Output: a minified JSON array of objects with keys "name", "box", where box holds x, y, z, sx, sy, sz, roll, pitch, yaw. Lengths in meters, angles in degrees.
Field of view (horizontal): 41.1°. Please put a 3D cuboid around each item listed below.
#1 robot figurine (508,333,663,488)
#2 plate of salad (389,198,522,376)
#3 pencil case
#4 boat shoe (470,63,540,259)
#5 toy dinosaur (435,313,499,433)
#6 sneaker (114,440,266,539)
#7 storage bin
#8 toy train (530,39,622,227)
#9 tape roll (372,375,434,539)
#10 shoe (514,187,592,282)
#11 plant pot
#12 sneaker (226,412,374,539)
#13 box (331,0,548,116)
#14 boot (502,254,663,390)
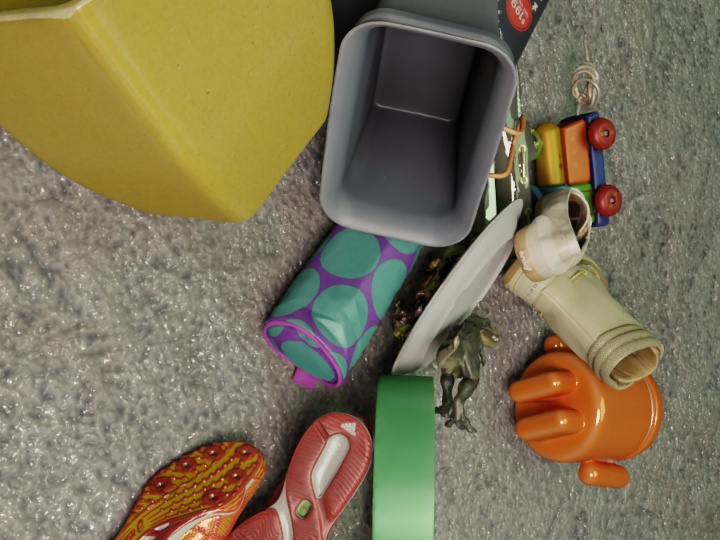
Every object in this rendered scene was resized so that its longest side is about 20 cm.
[{"name":"robot figurine","box":[0.244,0.143,1.021,0.198,0.144,0.117,9,118,-42]},{"name":"plate of salad","box":[0.079,0.015,0.859,0.048,0.201,0.200,37,54,13]},{"name":"pencil case","box":[0.000,0.000,0.819,0.084,0.093,0.201,29,61,10]},{"name":"boat shoe","box":[0.145,-0.112,0.957,0.059,0.072,0.205,1,94,-11]},{"name":"toy dinosaur","box":[0.084,0.087,0.821,0.200,0.047,0.089,-12,108,-76]},{"name":"sneaker","box":[-0.140,0.208,0.707,0.200,0.072,0.078,-48,143,-30]},{"name":"storage bin","box":[0.056,-0.139,0.747,0.201,0.144,0.135,101,1,-50]},{"name":"toy train","box":[0.204,-0.142,1.026,0.114,0.084,0.203,-9,95,-29]},{"name":"tape roll","box":[0.036,0.188,0.787,0.200,0.047,0.203,1,90,-86]},{"name":"shoe","box":[0.194,-0.037,0.897,0.070,0.053,0.200,61,27,-5]},{"name":"plant pot","box":[-0.130,-0.143,0.643,0.195,0.194,0.201,-56,135,-29]},{"name":"sneaker","box":[-0.045,0.204,0.776,0.201,0.078,0.115,-52,167,3]},{"name":"box","box":[0.060,-0.257,0.872,0.200,0.103,0.183,45,61,-32]},{"name":"boot","box":[0.243,0.050,0.980,0.073,0.156,0.199,-51,151,14]}]
